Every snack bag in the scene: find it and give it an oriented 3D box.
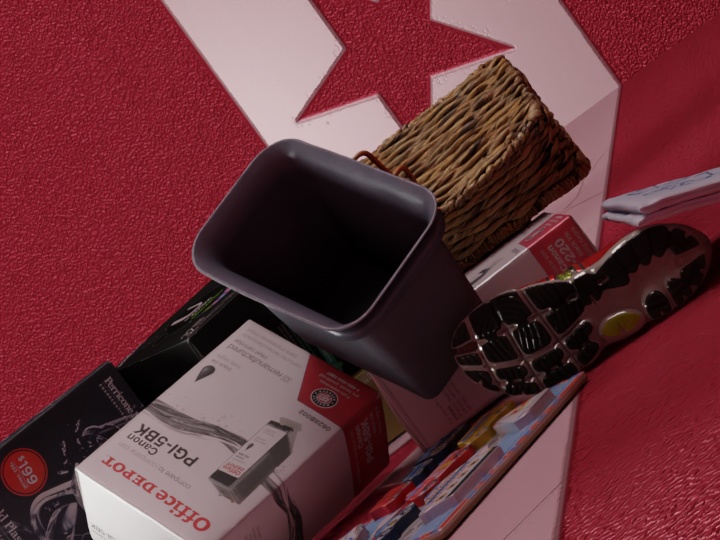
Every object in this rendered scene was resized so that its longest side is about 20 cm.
[{"bbox_3d":[0.276,-0.067,1.438,0.198,0.022,0.189,-17,2,-1],"label":"snack bag"}]

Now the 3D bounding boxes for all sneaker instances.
[{"bbox_3d":[0.161,0.027,1.431,0.199,0.078,0.085,-25,2,16],"label":"sneaker"}]

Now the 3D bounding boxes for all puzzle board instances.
[{"bbox_3d":[0.055,0.141,1.352,0.150,0.017,0.200,-34,6,44],"label":"puzzle board"}]

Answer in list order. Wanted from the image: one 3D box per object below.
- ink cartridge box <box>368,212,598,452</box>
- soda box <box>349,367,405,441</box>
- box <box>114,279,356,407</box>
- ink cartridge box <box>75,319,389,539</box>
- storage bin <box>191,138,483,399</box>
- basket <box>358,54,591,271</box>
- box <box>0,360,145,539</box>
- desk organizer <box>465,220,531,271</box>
[{"bbox_3d":[0.101,0.045,1.591,0.200,0.085,0.146,-39,4,-1],"label":"ink cartridge box"},{"bbox_3d":[-0.032,0.145,1.736,0.199,0.064,0.068,-37,5,3],"label":"soda box"},{"bbox_3d":[-0.085,0.061,1.752,0.200,0.125,0.148,-45,13,-35],"label":"box"},{"bbox_3d":[-0.096,0.149,1.539,0.200,0.146,0.083,-41,-38,-32],"label":"ink cartridge box"},{"bbox_3d":[0.000,0.000,1.485,0.199,0.134,0.146,23,71,44],"label":"storage bin"},{"bbox_3d":[0.100,-0.050,1.693,0.199,0.149,0.143,-37,35,6],"label":"basket"},{"bbox_3d":[-0.231,0.214,1.690,0.182,0.201,0.104,-39,3,-29],"label":"box"},{"bbox_3d":[0.090,0.039,1.790,0.199,0.077,0.072,-36,4,9],"label":"desk organizer"}]
